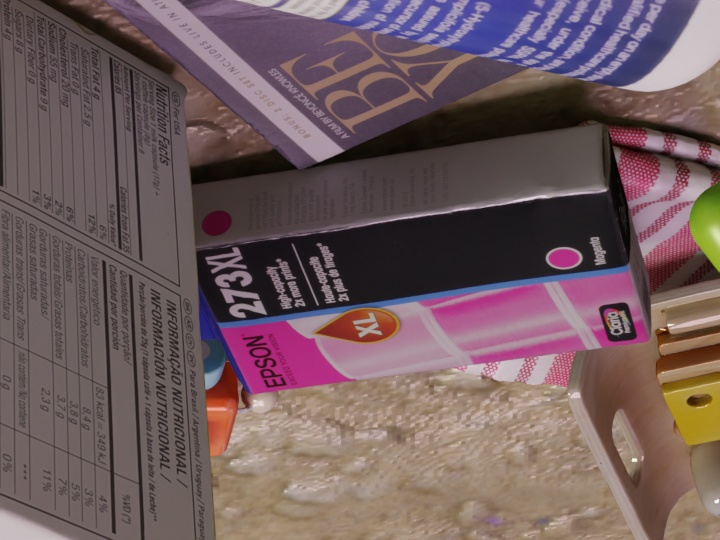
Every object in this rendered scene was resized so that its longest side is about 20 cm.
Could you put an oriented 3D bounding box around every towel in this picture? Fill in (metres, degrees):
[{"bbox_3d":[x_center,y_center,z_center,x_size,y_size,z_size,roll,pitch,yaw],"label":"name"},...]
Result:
[{"bbox_3d":[0.127,0.008,1.078,0.200,0.030,0.146,12,141,-27],"label":"towel"}]

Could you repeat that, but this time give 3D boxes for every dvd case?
[{"bbox_3d":[0.026,-0.107,0.895,0.200,0.016,0.149,-23,144,21],"label":"dvd case"}]

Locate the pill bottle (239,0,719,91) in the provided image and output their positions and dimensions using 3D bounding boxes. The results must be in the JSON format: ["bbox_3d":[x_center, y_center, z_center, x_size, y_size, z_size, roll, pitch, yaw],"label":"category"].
[{"bbox_3d":[0.057,-0.114,0.772,0.200,0.120,0.120,12,142,-16],"label":"pill bottle"}]

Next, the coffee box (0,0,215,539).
[{"bbox_3d":[-0.184,0.026,0.883,0.200,0.200,0.198,-29,141,31],"label":"coffee box"}]

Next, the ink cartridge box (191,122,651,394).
[{"bbox_3d":[0.000,0.000,1.013,0.200,0.037,0.095,-6,143,13],"label":"ink cartridge box"}]

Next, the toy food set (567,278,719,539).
[{"bbox_3d":[0.190,0.056,1.076,0.200,0.060,0.144,-13,145,13],"label":"toy food set"}]

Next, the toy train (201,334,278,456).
[{"bbox_3d":[-0.120,0.098,1.136,0.150,0.056,0.200,4,145,-16],"label":"toy train"}]

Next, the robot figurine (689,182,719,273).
[{"bbox_3d":[0.192,-0.032,0.871,0.116,0.200,0.175,28,133,-34],"label":"robot figurine"}]
